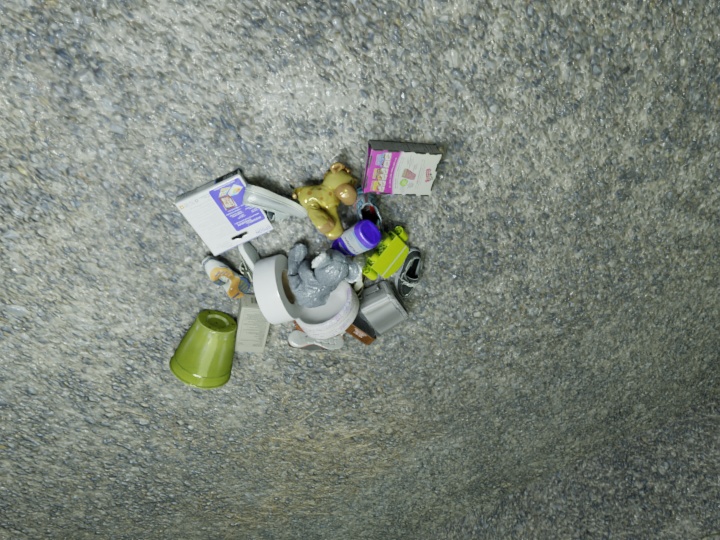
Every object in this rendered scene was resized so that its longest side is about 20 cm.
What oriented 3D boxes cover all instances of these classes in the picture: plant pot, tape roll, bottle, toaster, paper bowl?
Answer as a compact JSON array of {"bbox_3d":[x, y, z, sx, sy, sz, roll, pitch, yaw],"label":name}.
[{"bbox_3d":[-0.484,0.239,1.745,0.200,0.200,0.193,15,113,-23],"label":"plant pot"},{"bbox_3d":[-0.243,0.057,1.620,0.071,0.203,0.203,-15,132,11],"label":"tape roll"},{"bbox_3d":[-0.022,-0.086,1.584,0.084,0.065,0.200,51,149,-13],"label":"bottle"},{"bbox_3d":[0.073,0.127,1.814,0.129,0.114,0.200,-29,129,9],"label":"toaster"},{"bbox_3d":[-0.099,0.125,1.707,0.200,0.201,0.104,-24,134,8],"label":"paper bowl"}]

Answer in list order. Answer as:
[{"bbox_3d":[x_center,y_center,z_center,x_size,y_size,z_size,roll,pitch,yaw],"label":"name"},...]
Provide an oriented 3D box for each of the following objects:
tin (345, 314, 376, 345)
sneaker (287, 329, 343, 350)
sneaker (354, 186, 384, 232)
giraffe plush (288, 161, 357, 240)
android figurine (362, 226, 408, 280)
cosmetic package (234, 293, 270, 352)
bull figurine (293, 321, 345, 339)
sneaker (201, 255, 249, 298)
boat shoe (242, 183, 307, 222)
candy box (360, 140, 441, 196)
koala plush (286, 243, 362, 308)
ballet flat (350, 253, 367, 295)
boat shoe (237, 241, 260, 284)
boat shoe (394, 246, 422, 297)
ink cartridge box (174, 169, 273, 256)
[{"bbox_3d":[-0.021,0.178,1.837,0.042,0.112,0.200,-44,126,11],"label":"tin"},{"bbox_3d":[-0.159,0.243,1.902,0.200,0.077,0.082,8,154,-17],"label":"sneaker"},{"bbox_3d":[0.025,-0.140,1.588,0.079,0.096,0.200,-19,131,3],"label":"sneaker"},{"bbox_3d":[-0.076,-0.205,1.498,0.162,0.173,0.200,-39,93,7],"label":"giraffe plush"},{"bbox_3d":[0.082,-0.047,1.667,0.182,0.041,0.200,-52,152,2],"label":"android figurine"},{"bbox_3d":[-0.351,0.173,1.782,0.105,0.071,0.200,7,127,-19],"label":"cosmetic package"},{"bbox_3d":[-0.124,0.188,1.831,0.200,0.065,0.121,7,162,-11],"label":"bull figurine"},{"bbox_3d":[-0.403,0.015,1.647,0.075,0.088,0.200,-41,152,-7],"label":"sneaker"},{"bbox_3d":[-0.235,-0.172,1.497,0.201,0.070,0.072,20,91,-38],"label":"boat shoe"},{"bbox_3d":[0.109,-0.281,1.513,0.200,0.061,0.137,2,129,-13],"label":"candy box"},{"bbox_3d":[-0.101,0.006,1.584,0.177,0.184,0.200,25,149,-31],"label":"koala plush"},{"bbox_3d":[0.000,0.000,1.712,0.068,0.075,0.200,6,128,-4],"label":"ballet flat"},{"bbox_3d":[-0.327,-0.004,1.640,0.064,0.071,0.200,-17,131,10],"label":"boat shoe"},{"bbox_3d":[0.162,0.022,1.773,0.073,0.068,0.200,5,128,-16],"label":"boat shoe"},{"bbox_3d":[-0.374,-0.157,1.519,0.198,0.043,0.200,-23,129,6],"label":"ink cartridge box"}]
